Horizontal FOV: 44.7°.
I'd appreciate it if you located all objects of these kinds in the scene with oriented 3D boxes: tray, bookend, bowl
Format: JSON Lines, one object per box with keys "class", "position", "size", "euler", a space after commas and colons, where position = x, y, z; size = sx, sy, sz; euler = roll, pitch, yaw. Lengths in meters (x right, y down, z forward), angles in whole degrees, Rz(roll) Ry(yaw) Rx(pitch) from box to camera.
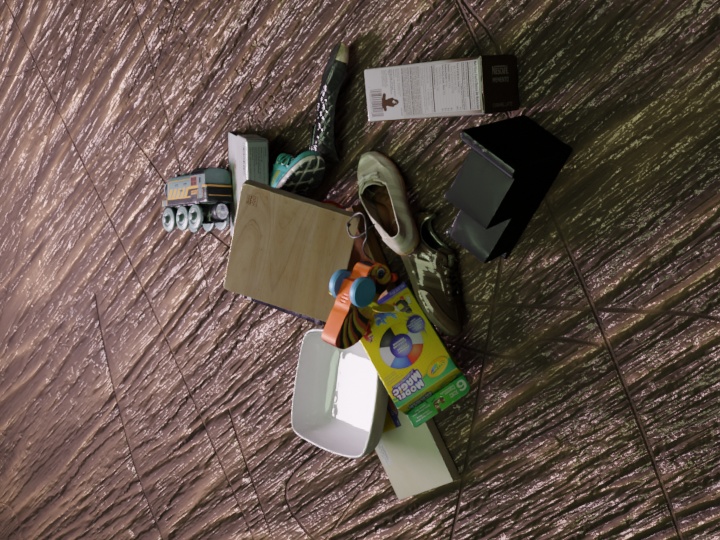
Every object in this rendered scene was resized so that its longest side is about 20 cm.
{"class": "tray", "position": [0.000, 0.000, 1.493], "size": [0.098, 0.037, 0.203], "euler": [-25, 87, 39]}
{"class": "bookend", "position": [0.177, -0.099, 1.225], "size": [0.092, 0.198, 0.202], "euler": [39, 123, 20]}
{"class": "bowl", "position": [-0.023, 0.208, 1.513], "size": [0.198, 0.074, 0.204], "euler": [11, 94, 45]}

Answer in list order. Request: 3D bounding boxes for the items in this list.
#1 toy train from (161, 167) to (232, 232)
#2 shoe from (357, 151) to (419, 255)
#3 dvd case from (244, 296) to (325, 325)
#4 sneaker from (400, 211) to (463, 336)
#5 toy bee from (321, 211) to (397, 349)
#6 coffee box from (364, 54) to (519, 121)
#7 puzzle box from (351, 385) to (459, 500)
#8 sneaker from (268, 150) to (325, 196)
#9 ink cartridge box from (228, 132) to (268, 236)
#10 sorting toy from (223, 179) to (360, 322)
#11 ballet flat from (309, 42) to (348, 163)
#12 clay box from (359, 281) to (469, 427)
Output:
{"class": "toy train", "position": [-0.312, -0.133, 1.663], "size": [0.198, 0.084, 0.116], "euler": [0, 89, 50]}
{"class": "shoe", "position": [0.037, -0.116, 1.385], "size": [0.070, 0.053, 0.202], "euler": [-37, 56, 23]}
{"class": "dvd case", "position": [-0.138, 0.004, 1.612], "size": [0.198, 0.016, 0.151], "euler": [16, 112, 33]}
{"class": "sneaker", "position": [0.121, 0.004, 1.379], "size": [0.075, 0.070, 0.202], "euler": [-30, 84, 34]}
{"class": "toy bee", "position": [0.014, 0.028, 1.377], "size": [0.131, 0.108, 0.202], "euler": [47, 115, 41]}
{"class": "coffee box", "position": [0.118, -0.265, 1.281], "size": [0.197, 0.114, 0.081], "euler": [3, 104, 36]}
{"class": "puzzle box", "position": [0.076, 0.285, 1.518], "size": [0.132, 0.025, 0.202], "euler": [-29, 84, 39]}
{"class": "sneaker", "position": [-0.124, -0.164, 1.498], "size": [0.199, 0.076, 0.081], "euler": [-30, 71, 59]}
{"class": "ink cartridge box", "position": [-0.203, -0.143, 1.582], "size": [0.173, 0.043, 0.204], "euler": [-142, 51, -68]}
{"class": "sorting toy", "position": [-0.111, -0.040, 1.458], "size": [0.196, 0.070, 0.203], "euler": [17, 119, 3]}
{"class": "ballet flat", "position": [-0.044, -0.277, 1.451], "size": [0.056, 0.067, 0.203], "euler": [10, 115, -7]}
{"class": "clay box", "position": [0.077, 0.132, 1.380], "size": [0.114, 0.048, 0.201], "euler": [-35, 59, 6]}
